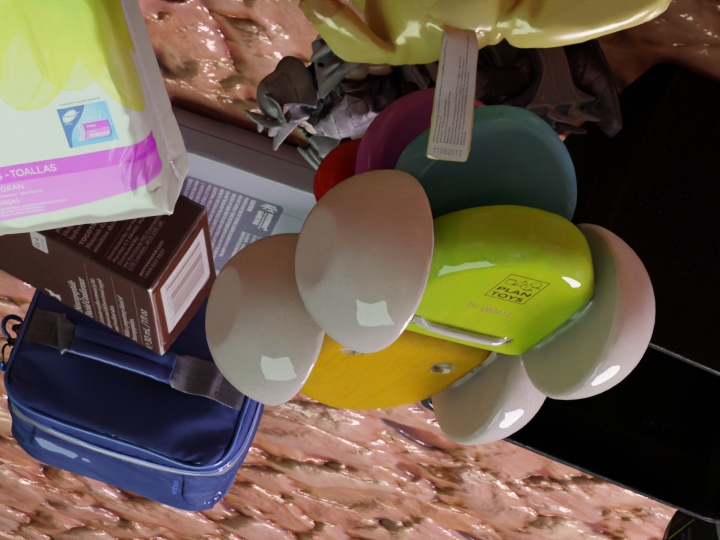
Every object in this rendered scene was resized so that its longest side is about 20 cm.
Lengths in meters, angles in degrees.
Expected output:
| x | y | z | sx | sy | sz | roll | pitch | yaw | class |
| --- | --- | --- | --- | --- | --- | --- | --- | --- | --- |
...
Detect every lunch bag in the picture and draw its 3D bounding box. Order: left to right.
| x | y | z | sx | sy | sz | roll | pitch | yaw | class |
| --- | --- | --- | --- | --- | --- | --- | --- | --- | --- |
| -0.167 | 0.075 | 1.831 | 0.199 | 0.136 | 0.132 | 17 | 157 | 1 | lunch bag |

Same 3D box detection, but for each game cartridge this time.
| x | y | z | sx | sy | sz | roll | pitch | yaw | class |
| --- | --- | --- | --- | --- | --- | --- | --- | --- | --- |
| -0.081 | -0.038 | 1.646 | 0.133 | 0.041 | 0.200 | 22 | 157 | -4 | game cartridge |

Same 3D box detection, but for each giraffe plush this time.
| x | y | z | sx | sy | sz | roll | pitch | yaw | class |
| --- | --- | --- | --- | --- | --- | --- | --- | --- | --- |
| 0.046 | -0.158 | 1.165 | 0.172 | 0.201 | 0.162 | 22 | -174 | -16 | giraffe plush |

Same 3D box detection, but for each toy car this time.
| x | y | z | sx | sy | sz | roll | pitch | yaw | class |
| --- | --- | --- | --- | --- | --- | --- | --- | --- | --- |
| 0.033 | -0.010 | 1.203 | 0.175 | 0.151 | 0.200 | 14 | 155 | -27 | toy car |

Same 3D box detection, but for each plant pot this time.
| x | y | z | sx | sy | sz | roll | pitch | yaw | class |
| --- | --- | --- | --- | --- | --- | --- | --- | --- | --- |
| 0.175 | 0.006 | 1.389 | 0.199 | 0.178 | 0.200 | 22 | 157 | -13 | plant pot |

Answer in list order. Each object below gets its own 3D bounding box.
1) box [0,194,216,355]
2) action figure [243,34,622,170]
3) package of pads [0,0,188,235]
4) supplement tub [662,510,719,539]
| x | y | z | sx | sy | sz | roll | pitch | yaw | class |
| --- | --- | --- | --- | --- | --- | --- | --- | --- | --- |
| -0.196 | -0.035 | 1.624 | 0.200 | 0.075 | 0.100 | 28 | 157 | 14 | box |
| 0.031 | -0.090 | 1.295 | 0.199 | 0.070 | 0.130 | -7 | 173 | -29 | action figure |
| -0.195 | -0.116 | 1.374 | 0.154 | 0.068 | 0.201 | -7 | 121 | 14 | package of pads |
| 0.289 | 0.198 | 1.816 | 0.122 | 0.123 | 0.200 | 19 | 157 | -6 | supplement tub |
